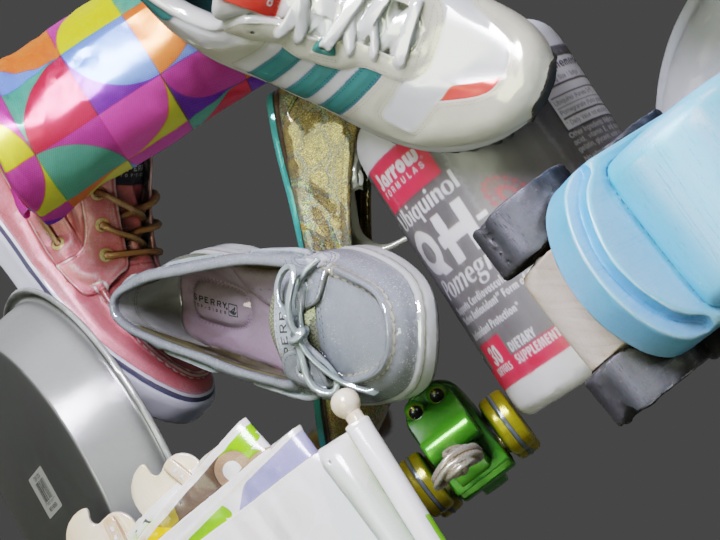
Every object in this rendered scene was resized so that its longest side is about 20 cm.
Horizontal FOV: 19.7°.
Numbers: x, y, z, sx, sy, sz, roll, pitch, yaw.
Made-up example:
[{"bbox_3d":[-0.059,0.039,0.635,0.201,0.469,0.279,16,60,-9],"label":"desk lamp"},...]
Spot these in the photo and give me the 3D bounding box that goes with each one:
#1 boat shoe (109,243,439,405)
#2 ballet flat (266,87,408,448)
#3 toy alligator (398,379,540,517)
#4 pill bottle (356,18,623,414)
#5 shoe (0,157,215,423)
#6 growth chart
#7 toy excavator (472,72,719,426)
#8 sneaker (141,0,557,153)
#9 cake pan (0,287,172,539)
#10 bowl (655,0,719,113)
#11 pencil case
[{"bbox_3d":[-0.040,0.024,0.965,0.201,0.064,0.075,12,107,51],"label":"boat shoe"},{"bbox_3d":[0.000,0.000,1.022,0.070,0.071,0.201,-6,95,25],"label":"ballet flat"},{"bbox_3d":[0.040,0.073,0.945,0.059,0.200,0.054,-38,79,2],"label":"toy alligator"},{"bbox_3d":[0.067,-0.044,0.956,0.110,0.111,0.201,-36,83,24],"label":"pill bottle"},{"bbox_3d":[-0.131,-0.019,1.071,0.200,0.071,0.091,47,117,14],"label":"shoe"},{"bbox_3d":[-0.051,0.141,0.925,0.199,0.018,0.145,-33,75,20],"label":"growth chart"},{"bbox_3d":[0.169,-0.050,0.808,0.100,0.194,0.200,53,142,8],"label":"toy excavator"},{"bbox_3d":[-0.017,-0.104,0.882,0.199,0.093,0.071,21,92,26],"label":"sneaker"},{"bbox_3d":[-0.142,0.106,1.051,0.200,0.037,0.201,43,148,35],"label":"cake pan"},{"bbox_3d":[0.213,-0.062,0.900,0.200,0.090,0.203,4,100,23],"label":"bowl"},{"bbox_3d":[-0.097,-0.103,1.003,0.199,0.088,0.089,-32,85,-1],"label":"pencil case"}]
